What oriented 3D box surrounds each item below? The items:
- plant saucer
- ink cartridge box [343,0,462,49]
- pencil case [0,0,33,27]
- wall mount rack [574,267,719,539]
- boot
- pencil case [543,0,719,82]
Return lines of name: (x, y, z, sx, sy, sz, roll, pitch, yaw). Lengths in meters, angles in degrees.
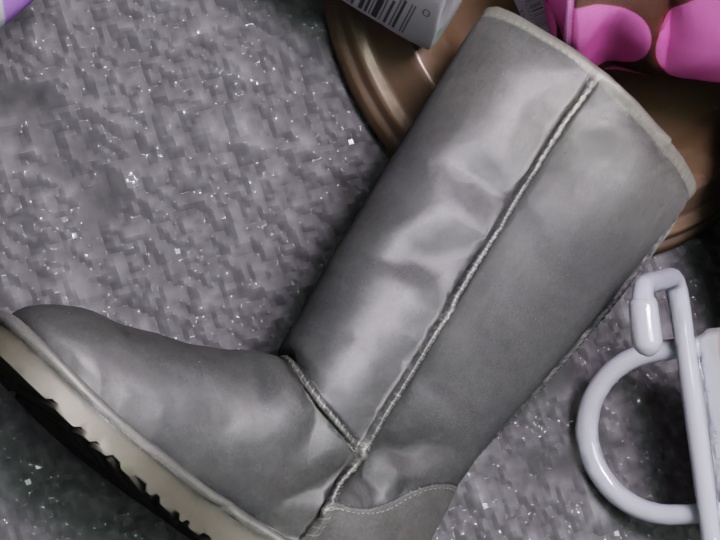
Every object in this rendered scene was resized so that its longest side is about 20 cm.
plant saucer: (0.080, -0.103, 0.881, 0.199, 0.029, 0.201, 5, 77, -24)
ink cartridge box: (0.004, -0.198, 0.838, 0.160, 0.050, 0.201, 30, 65, 0)
pencil case: (-0.172, -0.075, 0.727, 0.200, 0.085, 0.084, -35, 104, -26)
wall mount rack: (0.160, 0.079, 0.793, 0.074, 0.199, 0.175, -13, 95, -67)
boot: (-0.002, -0.001, 0.780, 0.182, 0.072, 0.200, 39, 82, -27)
pencil case: (0.156, -0.096, 0.801, 0.199, 0.094, 0.091, 6, 98, 11)
